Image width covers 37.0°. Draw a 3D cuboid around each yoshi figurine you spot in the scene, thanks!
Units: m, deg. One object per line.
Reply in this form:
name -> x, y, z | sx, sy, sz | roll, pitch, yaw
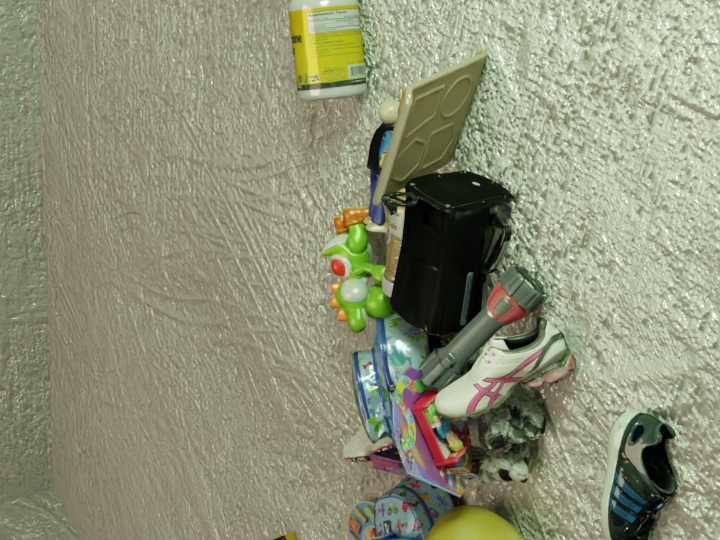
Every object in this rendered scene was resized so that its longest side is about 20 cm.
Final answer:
yoshi figurine -> 0.013, 0.000, 1.765 | 0.111, 0.112, 0.201 | -9, 79, 30

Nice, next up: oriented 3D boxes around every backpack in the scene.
backpack -> 0.088, 0.438, 1.749 | 0.182, 0.134, 0.201 | -29, 76, 59
backpack -> 0.061, 0.166, 1.639 | 0.183, 0.146, 0.201 | -15, -82, -89

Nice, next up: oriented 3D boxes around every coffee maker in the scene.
coffee maker -> 0.102, -0.023, 1.496 | 0.135, 0.191, 0.201 | -118, 32, -58

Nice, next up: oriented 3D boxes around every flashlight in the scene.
flashlight -> 0.165, 0.081, 1.468 | 0.200, 0.068, 0.068 | -48, 31, 20

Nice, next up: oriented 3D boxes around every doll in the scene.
doll -> 0.034, -0.167, 1.676 | 0.137, 0.048, 0.201 | -107, 22, -71

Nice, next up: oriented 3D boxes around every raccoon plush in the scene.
raccoon plush -> 0.197, 0.210, 1.554 | 0.134, 0.096, 0.201 | 105, 157, -52

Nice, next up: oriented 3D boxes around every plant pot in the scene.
plant pot -> 0.167, 0.431, 1.591 | 0.142, 0.199, 0.201 | -99, 14, -60

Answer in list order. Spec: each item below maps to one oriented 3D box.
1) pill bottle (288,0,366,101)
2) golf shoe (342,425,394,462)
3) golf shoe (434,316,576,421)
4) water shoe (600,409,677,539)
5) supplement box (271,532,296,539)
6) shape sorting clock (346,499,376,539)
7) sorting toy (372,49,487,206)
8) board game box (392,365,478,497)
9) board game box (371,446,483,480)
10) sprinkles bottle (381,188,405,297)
pill bottle -> -0.054, -0.373, 1.697 | 0.112, 0.112, 0.201 | 10, 110, 57
golf shoe -> 0.028, 0.282, 1.863 | 0.200, 0.075, 0.092 | -32, 59, 55
golf shoe -> 0.181, 0.129, 1.440 | 0.092, 0.199, 0.073 | 58, -167, -18
water shoe -> 0.346, 0.275, 1.328 | 0.079, 0.071, 0.201 | 17, 115, 53
supplement box -> -0.229, 0.682, 2.289 | 0.133, 0.199, 0.198 | 61, 146, 24
shape sorting clock -> 0.035, 0.514, 1.952 | 0.200, 0.039, 0.201 | 29, 125, 52
sorting toy -> 0.088, -0.197, 1.457 | 0.036, 0.200, 0.186 | 34, 133, 19
board game box -> 0.117, 0.219, 1.497 | 0.039, 0.200, 0.159 | -18, 56, 32
board game box -> 0.118, 0.293, 1.658 | 0.200, 0.120, 0.032 | -2, 101, 58
sprinkles bottle -> 0.073, -0.056, 1.651 | 0.068, 0.068, 0.201 | 36, 130, 47
